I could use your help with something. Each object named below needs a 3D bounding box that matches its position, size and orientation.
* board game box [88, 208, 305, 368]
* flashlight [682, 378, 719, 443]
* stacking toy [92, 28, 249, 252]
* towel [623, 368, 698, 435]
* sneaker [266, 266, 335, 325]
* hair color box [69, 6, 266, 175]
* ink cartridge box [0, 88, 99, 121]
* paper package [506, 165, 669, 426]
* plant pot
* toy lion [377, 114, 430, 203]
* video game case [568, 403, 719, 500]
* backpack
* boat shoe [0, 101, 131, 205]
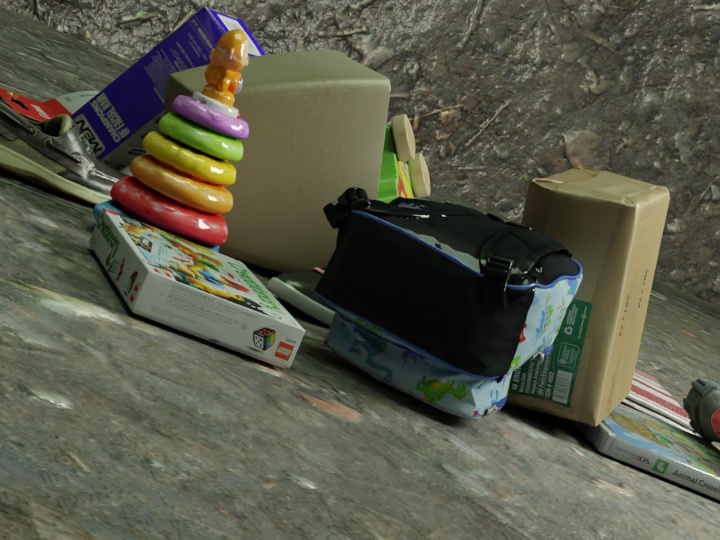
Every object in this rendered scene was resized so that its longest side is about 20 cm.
[{"bbox_3d":[-0.127,0.011,1.388,0.126,0.035,0.200,22,7,-22],"label":"board game box"},{"bbox_3d":[0.352,0.146,1.703,0.068,0.068,0.200,19,9,-15],"label":"flashlight"},{"bbox_3d":[-0.138,-0.111,1.576,0.109,0.201,0.116,24,6,1],"label":"stacking toy"},{"bbox_3d":[0.282,0.123,1.999,0.143,0.023,0.200,25,8,-9],"label":"towel"},{"bbox_3d":[0.000,0.000,1.638,0.071,0.100,0.199,32,12,39],"label":"sneaker"},{"bbox_3d":[-0.199,-0.180,1.885,0.065,0.200,0.109,54,12,9],"label":"hair color box"},{"bbox_3d":[-0.319,-0.184,2.152,0.199,0.050,0.161,23,7,-27],"label":"ink cartridge box"},{"bbox_3d":[0.195,0.018,1.637,0.103,0.201,0.190,13,10,17],"label":"paper package"},{"bbox_3d":[-0.094,-0.106,1.766,0.176,0.201,0.200,3,14,-17],"label":"plant pot"},{"bbox_3d":[0.037,-0.044,1.853,0.068,0.193,0.200,-10,-15,7],"label":"toy lion"},{"bbox_3d":[0.271,0.159,1.685,0.181,0.022,0.200,23,7,-13],"label":"video game case"},{"bbox_3d":[0.071,0.024,1.478,0.182,0.148,0.200,25,16,21],"label":"backpack"},{"bbox_3d":[-0.272,-0.108,1.652,0.199,0.065,0.073,20,6,-37],"label":"boat shoe"}]
